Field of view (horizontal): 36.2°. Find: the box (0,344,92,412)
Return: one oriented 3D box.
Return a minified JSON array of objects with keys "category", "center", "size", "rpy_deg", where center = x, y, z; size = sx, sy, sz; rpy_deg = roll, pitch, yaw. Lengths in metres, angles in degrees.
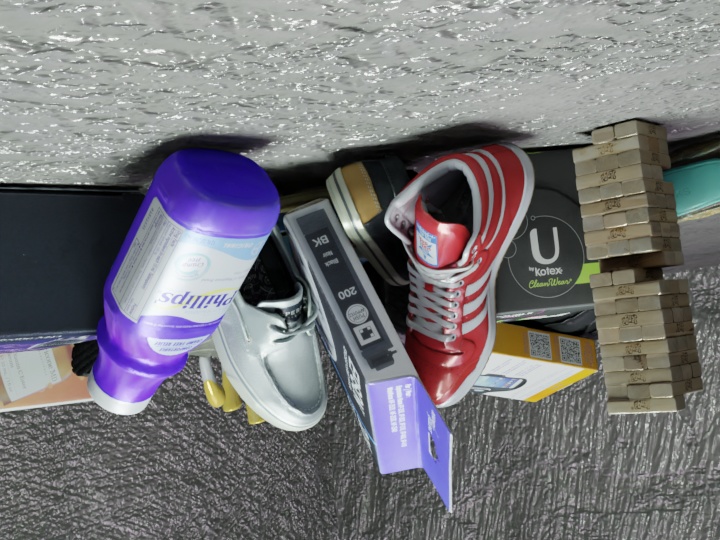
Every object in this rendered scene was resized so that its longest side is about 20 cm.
[{"category":"box","center":[-0.341,0.059,1.072],"size":[0.106,0.154,0.199],"rpy_deg":[-11,174,38]}]

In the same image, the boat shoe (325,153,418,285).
[{"category":"boat shoe","center":[0.029,-0.038,0.836],"size":[0.062,0.075,0.200],"rpy_deg":[-26,163,7]}]

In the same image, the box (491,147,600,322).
[{"category":"box","center":[0.136,-0.021,0.922],"size":[0.147,0.125,0.200],"rpy_deg":[-7,174,-14]}]

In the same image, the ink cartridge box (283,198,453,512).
[{"category":"ink cartridge box","center":[0.009,0.077,0.825],"size":[0.043,0.201,0.199],"rpy_deg":[-24,153,-8]}]

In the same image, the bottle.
[{"category":"bottle","center":[-0.127,0.013,0.731],"size":[0.083,0.065,0.201],"rpy_deg":[1,133,-42]}]

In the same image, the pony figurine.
[{"category":"pony figurine","center":[-0.139,0.047,1.183],"size":[0.165,0.202,0.193],"rpy_deg":[-14,-170,8]}]

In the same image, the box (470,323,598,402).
[{"category":"box","center":[0.136,0.094,1.166],"size":[0.199,0.042,0.119],"rpy_deg":[13,152,-24]}]

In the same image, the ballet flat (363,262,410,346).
[{"category":"ballet flat","center":[0.000,0.000,0.988],"size":[0.057,0.067,0.200],"rpy_deg":[25,-167,-42]}]

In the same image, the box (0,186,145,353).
[{"category":"box","center":[-0.269,0.006,0.831],"size":[0.147,0.105,0.199],"rpy_deg":[-2,174,-40]}]

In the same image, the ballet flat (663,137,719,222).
[{"category":"ballet flat","center":[0.307,-0.083,0.853],"size":[0.070,0.071,0.199],"rpy_deg":[-1,172,-45]}]

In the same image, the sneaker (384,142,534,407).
[{"category":"sneaker","center":[0.056,0.009,0.764],"size":[0.071,0.202,0.112],"rpy_deg":[21,-165,25]}]

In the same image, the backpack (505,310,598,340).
[{"category":"backpack","center":[0.198,0.010,1.214],"size":[0.182,0.148,0.199],"rpy_deg":[6,165,-45]}]

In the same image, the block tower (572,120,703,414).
[{"category":"block tower","center":[0.199,-0.001,0.790],"size":[0.054,0.202,0.058],"rpy_deg":[-10,174,39]}]

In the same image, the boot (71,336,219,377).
[{"category":"boot","center":[-0.143,0.057,0.897],"size":[0.130,0.068,0.199],"rpy_deg":[19,153,-37]}]

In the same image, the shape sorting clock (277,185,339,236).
[{"category":"shape sorting clock","center":[-0.078,-0.039,0.932],"size":[0.199,0.040,0.200],"rpy_deg":[-18,176,-1]}]

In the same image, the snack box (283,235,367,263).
[{"category":"snack box","center":[-0.080,0.006,0.964],"size":[0.115,0.037,0.200],"rpy_deg":[-14,174,-31]}]

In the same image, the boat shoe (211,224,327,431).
[{"category":"boat shoe","center":[-0.070,0.026,0.792],"size":[0.070,0.202,0.071],"rpy_deg":[-31,-168,-34]}]
